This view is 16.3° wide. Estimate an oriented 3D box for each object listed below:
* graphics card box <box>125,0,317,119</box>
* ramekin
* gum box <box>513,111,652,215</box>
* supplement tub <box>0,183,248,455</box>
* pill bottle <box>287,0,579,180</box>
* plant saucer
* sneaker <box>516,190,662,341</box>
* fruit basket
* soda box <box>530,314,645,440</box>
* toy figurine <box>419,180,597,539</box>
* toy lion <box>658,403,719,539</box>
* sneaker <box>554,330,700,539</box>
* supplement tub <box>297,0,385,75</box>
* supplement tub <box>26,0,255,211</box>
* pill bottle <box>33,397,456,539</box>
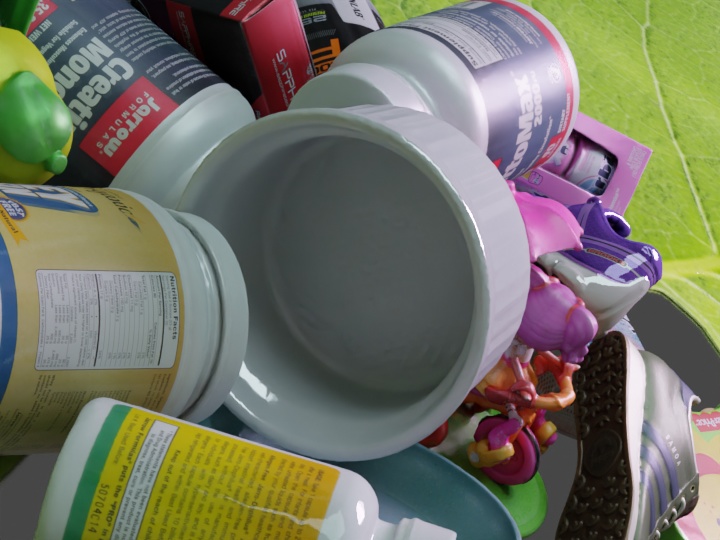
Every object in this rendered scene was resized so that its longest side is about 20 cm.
[{"bbox_3d":[-0.116,-0.144,1.615,0.200,0.126,0.051,22,53,37],"label":"graphics card box"},{"bbox_3d":[0.000,0.000,1.432,0.200,0.201,0.098,41,26,13],"label":"ramekin"},{"bbox_3d":[0.117,-0.081,1.796,0.113,0.066,0.200,26,-5,-15],"label":"gum box"},{"bbox_3d":[-0.173,0.026,1.345,0.200,0.145,0.145,1,42,-46],"label":"supplement tub"},{"bbox_3d":[0.042,-0.097,1.563,0.120,0.120,0.200,42,32,15],"label":"pill bottle"},{"bbox_3d":[-0.007,0.136,1.424,0.199,0.036,0.200,19,17,-6],"label":"plant saucer"},{"bbox_3d":[0.129,-0.017,1.650,0.083,0.081,0.200,-32,36,-15],"label":"sneaker"},{"bbox_3d":[-0.249,-0.108,1.400,0.155,0.216,0.216,18,32,-27],"label":"fruit basket"},{"bbox_3d":[0.135,0.037,1.708,0.063,0.069,0.200,21,23,-22],"label":"soda box"},{"bbox_3d":[0.079,0.039,1.524,0.200,0.184,0.150,48,42,13],"label":"toy figurine"},{"bbox_3d":[0.253,0.161,1.678,0.200,0.069,0.192,-3,51,-49],"label":"toy lion"},{"bbox_3d":[0.176,0.141,1.560,0.090,0.067,0.201,28,54,-31],"label":"sneaker"},{"bbox_3d":[-0.017,-0.101,1.731,0.122,0.123,0.200,15,33,-31],"label":"supplement tub"},{"bbox_3d":[-0.155,-0.085,1.543,0.200,0.141,0.140,39,28,11],"label":"supplement tub"},{"bbox_3d":[-0.058,0.144,1.267,0.199,0.113,0.113,16,28,3],"label":"pill bottle"}]
